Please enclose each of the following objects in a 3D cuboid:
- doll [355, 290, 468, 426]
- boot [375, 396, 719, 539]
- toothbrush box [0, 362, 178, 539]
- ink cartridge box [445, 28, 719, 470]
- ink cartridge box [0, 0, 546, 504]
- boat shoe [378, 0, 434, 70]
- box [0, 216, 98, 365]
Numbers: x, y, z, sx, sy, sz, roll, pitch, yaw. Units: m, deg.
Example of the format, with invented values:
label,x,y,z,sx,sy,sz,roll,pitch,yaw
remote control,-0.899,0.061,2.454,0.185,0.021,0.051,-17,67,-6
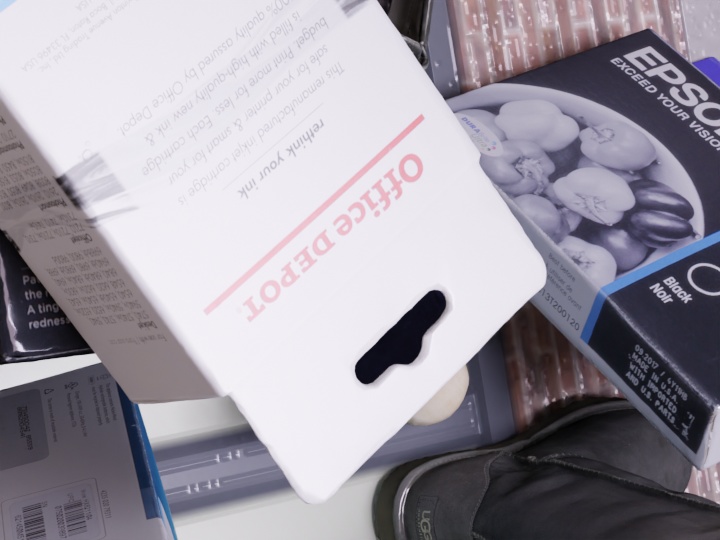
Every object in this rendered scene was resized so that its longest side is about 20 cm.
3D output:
label,x,y,z,sx,sy,sz,roll,pitch,yaw
doll,0.000,0.000,0.870,0.137,0.048,0.200,-54,140,-18
boot,0.123,0.102,0.893,0.181,0.200,0.073,-17,98,-33
toothbrush box,-0.089,0.154,0.740,0.085,0.146,0.201,-14,114,-6
ink cartridge box,0.154,-0.025,0.953,0.200,0.043,0.198,-22,53,-33
ink cartridge box,-0.048,-0.042,0.635,0.116,0.068,0.200,-42,106,-26
boat shoe,-0.009,-0.084,0.907,0.071,0.064,0.201,18,76,-31
box,-0.119,-0.067,0.751,0.124,0.200,0.197,-6,88,-32
